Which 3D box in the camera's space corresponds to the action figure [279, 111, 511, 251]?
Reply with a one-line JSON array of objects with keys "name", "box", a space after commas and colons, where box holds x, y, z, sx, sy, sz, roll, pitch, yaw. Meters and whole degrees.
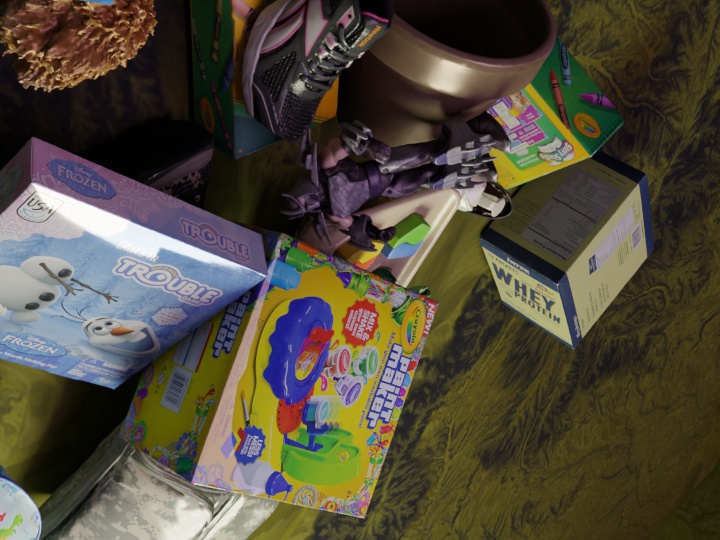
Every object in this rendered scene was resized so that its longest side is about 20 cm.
[{"name": "action figure", "box": [0.024, -0.082, 0.864, 0.199, 0.070, 0.130, -18, 145, -12]}]

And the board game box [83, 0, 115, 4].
[{"name": "board game box", "box": [-0.181, -0.268, 0.522, 0.056, 0.200, 0.197, -6, 123, -49]}]

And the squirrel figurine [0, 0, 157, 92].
[{"name": "squirrel figurine", "box": [-0.149, -0.203, 0.631, 0.141, 0.186, 0.201, 5, 114, -54]}]

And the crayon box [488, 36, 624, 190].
[{"name": "crayon box", "box": [0.176, -0.162, 1.066, 0.058, 0.119, 0.200, -44, -172, -16]}]

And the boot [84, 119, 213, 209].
[{"name": "boot", "box": [-0.203, -0.021, 0.831, 0.203, 0.073, 0.154, -32, 144, -30]}]

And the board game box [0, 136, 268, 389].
[{"name": "board game box", "box": [-0.207, 0.008, 0.740, 0.199, 0.044, 0.199, -35, 141, 30]}]

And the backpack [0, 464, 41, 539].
[{"name": "backpack", "box": [-0.353, 0.231, 0.786, 0.200, 0.147, 0.183, -44, 148, -23]}]

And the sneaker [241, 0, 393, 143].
[{"name": "sneaker", "box": [-0.023, -0.187, 0.767, 0.080, 0.086, 0.201, -4, 122, -49]}]

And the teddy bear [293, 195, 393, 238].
[{"name": "teddy bear", "box": [-0.014, -0.025, 1.091, 0.199, 0.067, 0.145, -6, 139, -53]}]

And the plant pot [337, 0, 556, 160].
[{"name": "plant pot", "box": [0.057, -0.193, 0.943, 0.200, 0.200, 0.175, -25, 155, -39]}]

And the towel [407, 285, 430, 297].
[{"name": "towel", "box": [-0.030, 0.076, 1.086, 0.149, 0.031, 0.200, -24, 171, -41]}]

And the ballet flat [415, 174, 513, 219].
[{"name": "ballet flat", "box": [0.128, -0.100, 1.198, 0.200, 0.068, 0.068, 10, 111, -55]}]

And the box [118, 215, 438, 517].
[{"name": "box", "box": [-0.066, 0.082, 0.856, 0.192, 0.122, 0.201, 23, 85, -42]}]

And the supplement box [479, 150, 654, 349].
[{"name": "supplement box", "box": [0.295, -0.038, 1.411, 0.200, 0.134, 0.200, -48, 147, -12]}]

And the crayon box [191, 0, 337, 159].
[{"name": "crayon box", "box": [-0.076, -0.207, 0.830, 0.118, 0.058, 0.201, -29, 139, -35]}]

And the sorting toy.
[{"name": "sorting toy", "box": [0.000, 0.000, 1.024, 0.199, 0.037, 0.185, -16, 149, -41]}]

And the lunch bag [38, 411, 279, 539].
[{"name": "lunch bag", "box": [-0.200, 0.213, 0.954, 0.167, 0.140, 0.200, 17, 126, -45]}]
